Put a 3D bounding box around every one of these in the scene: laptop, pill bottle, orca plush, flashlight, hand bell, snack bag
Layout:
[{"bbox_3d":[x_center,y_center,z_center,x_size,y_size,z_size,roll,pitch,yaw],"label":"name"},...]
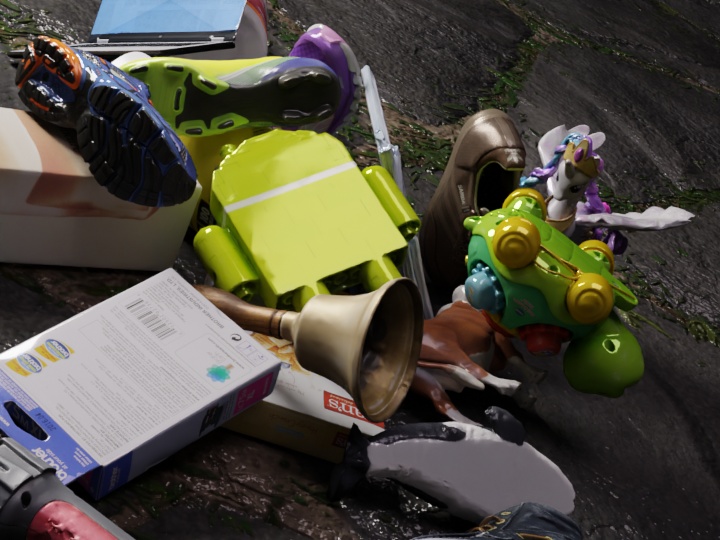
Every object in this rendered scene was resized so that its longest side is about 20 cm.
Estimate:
[{"bbox_3d":[-0.218,-0.274,1.504,0.186,0.117,0.200,3,13,29],"label":"laptop"},{"bbox_3d":[-0.158,-0.278,1.656,0.113,0.115,0.201,19,27,-15],"label":"pill bottle"},{"bbox_3d":[0.061,0.160,1.140,0.198,0.071,0.106,-2,81,-28],"label":"orca plush"},{"bbox_3d":[-0.153,0.174,0.883,0.199,0.068,0.068,32,64,17],"label":"flashlight"},{"bbox_3d":[-0.147,-0.107,1.351,0.199,0.113,0.112,37,28,22],"label":"pill bottle"},{"bbox_3d":[-0.063,0.037,1.114,0.198,0.105,0.104,13,19,26],"label":"hand bell"},{"bbox_3d":[0.034,-0.069,1.388,0.021,0.201,0.189,-12,31,2],"label":"snack bag"}]

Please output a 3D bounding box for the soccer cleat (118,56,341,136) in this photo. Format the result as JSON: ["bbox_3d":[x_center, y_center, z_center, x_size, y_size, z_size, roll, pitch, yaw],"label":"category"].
[{"bbox_3d":[-0.115,-0.150,1.292,0.198,0.065,0.084,-2,15,-13],"label":"soccer cleat"}]

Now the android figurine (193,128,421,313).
[{"bbox_3d":[-0.045,-0.037,1.222,0.181,0.041,0.201,-23,60,-23],"label":"android figurine"}]

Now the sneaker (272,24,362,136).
[{"bbox_3d":[-0.068,-0.141,1.422,0.088,0.201,0.081,-28,69,-40],"label":"sneaker"}]

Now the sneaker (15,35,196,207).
[{"bbox_3d":[-0.185,-0.120,1.186,0.078,0.076,0.200,-3,40,-50],"label":"sneaker"}]

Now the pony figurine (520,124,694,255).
[{"bbox_3d":[0.206,-0.047,1.468,0.166,0.201,0.192,37,28,24],"label":"pony figurine"}]

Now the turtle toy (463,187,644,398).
[{"bbox_3d":[0.162,0.024,1.275,0.199,0.101,0.146,38,19,-1],"label":"turtle toy"}]

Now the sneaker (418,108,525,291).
[{"bbox_3d":[0.103,-0.047,1.386,0.070,0.201,0.076,-4,41,-17],"label":"sneaker"}]

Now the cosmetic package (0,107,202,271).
[{"bbox_3d":[-0.241,-0.065,1.214,0.199,0.088,0.103,3,33,-40],"label":"cosmetic package"}]

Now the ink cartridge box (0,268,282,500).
[{"bbox_3d":[-0.164,0.079,1.038,0.119,0.042,0.199,38,41,23],"label":"ink cartridge box"}]

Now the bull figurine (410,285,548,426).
[{"bbox_3d":[0.094,0.071,1.298,0.121,0.065,0.200,38,27,18],"label":"bull figurine"}]

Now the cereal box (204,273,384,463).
[{"bbox_3d":[-0.056,0.067,1.196,0.143,0.040,0.201,19,27,-14],"label":"cereal box"}]

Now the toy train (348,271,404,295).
[{"bbox_3d":[0.000,0.000,1.316,0.045,0.034,0.200,15,8,-15],"label":"toy train"}]

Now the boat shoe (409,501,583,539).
[{"bbox_3d":[0.089,0.203,1.054,0.199,0.071,0.091,19,24,-31],"label":"boat shoe"}]
